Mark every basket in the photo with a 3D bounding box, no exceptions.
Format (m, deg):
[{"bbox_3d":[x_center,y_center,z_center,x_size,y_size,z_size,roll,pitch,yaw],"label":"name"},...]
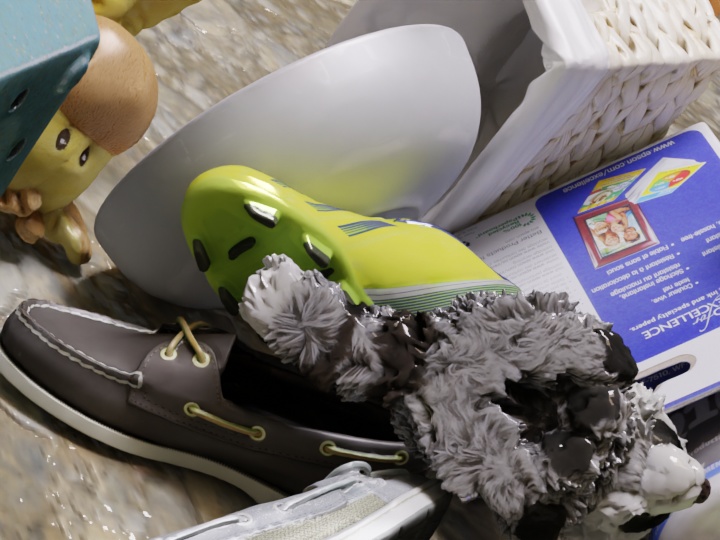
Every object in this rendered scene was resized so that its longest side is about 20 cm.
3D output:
[{"bbox_3d":[0.081,-0.103,1.381,0.123,0.200,0.136,-5,61,-34],"label":"basket"}]

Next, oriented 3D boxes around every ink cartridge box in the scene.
[{"bbox_3d":[0.115,0.028,1.288,0.197,0.047,0.200,-23,37,-1],"label":"ink cartridge box"}]

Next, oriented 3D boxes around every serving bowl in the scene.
[{"bbox_3d":[-0.024,-0.036,1.267,0.200,0.200,0.066,-9,66,-54],"label":"serving bowl"}]

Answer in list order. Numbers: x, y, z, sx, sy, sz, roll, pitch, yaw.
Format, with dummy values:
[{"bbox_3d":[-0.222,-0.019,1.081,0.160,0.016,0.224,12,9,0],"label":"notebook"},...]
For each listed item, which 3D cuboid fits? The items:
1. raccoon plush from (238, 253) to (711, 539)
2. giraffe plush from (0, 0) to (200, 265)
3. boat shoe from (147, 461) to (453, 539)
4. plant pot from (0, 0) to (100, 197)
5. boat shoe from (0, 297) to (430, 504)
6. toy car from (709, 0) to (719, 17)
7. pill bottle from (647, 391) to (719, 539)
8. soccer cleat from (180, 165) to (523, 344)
[{"bbox_3d":[0.058,0.049,1.147,0.200,0.097,0.134,38,-1,20],"label":"raccoon plush"},{"bbox_3d":[-0.155,-0.103,1.286,0.172,0.200,0.162,21,37,-26],"label":"giraffe plush"},{"bbox_3d":[-0.032,0.115,1.065,0.065,0.075,0.202,40,33,20],"label":"boat shoe"},{"bbox_3d":[-0.224,-0.102,1.064,0.200,0.196,0.196,39,25,7],"label":"plant pot"},{"bbox_3d":[-0.064,0.054,1.172,0.201,0.061,0.072,24,24,-5],"label":"boat shoe"},{"bbox_3d":[0.126,-0.120,1.559,0.177,0.200,0.184,29,23,6],"label":"toy car"},{"bbox_3d":[0.190,0.098,1.279,0.113,0.114,0.200,23,23,-9],"label":"pill bottle"},{"bbox_3d":[0.000,0.001,1.197,0.200,0.065,0.084,29,39,-29],"label":"soccer cleat"}]
